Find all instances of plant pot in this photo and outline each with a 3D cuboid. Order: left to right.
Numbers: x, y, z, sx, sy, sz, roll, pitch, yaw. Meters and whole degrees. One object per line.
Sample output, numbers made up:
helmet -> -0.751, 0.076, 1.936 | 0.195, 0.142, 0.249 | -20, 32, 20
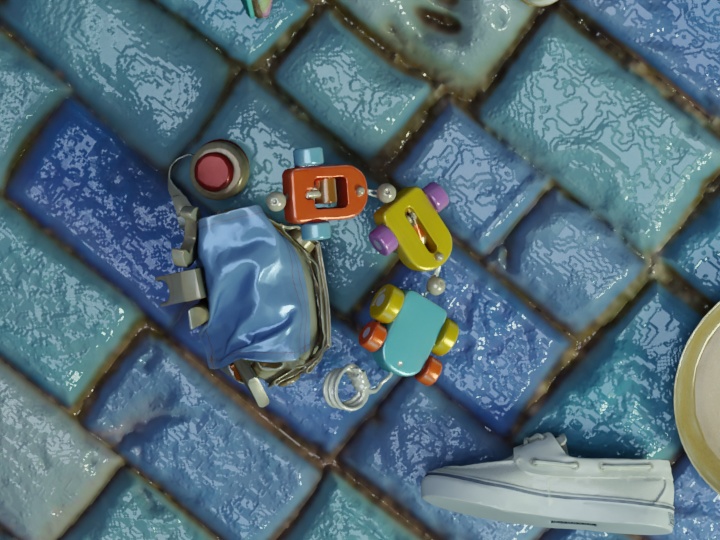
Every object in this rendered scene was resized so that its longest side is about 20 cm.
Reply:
plant pot -> 0.343, 0.097, 1.093 | 0.199, 0.027, 0.201 | 1, 97, 6

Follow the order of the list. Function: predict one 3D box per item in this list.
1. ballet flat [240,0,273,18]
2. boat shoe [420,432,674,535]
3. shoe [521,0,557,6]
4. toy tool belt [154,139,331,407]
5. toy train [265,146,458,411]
ballet flat -> -0.098, -0.295, 1.073 | 0.071, 0.069, 0.201 | -28, 94, -10
boat shoe -> 0.148, 0.164, 1.111 | 0.199, 0.071, 0.070 | 4, 71, 10
shoe -> 0.182, -0.283, 1.044 | 0.070, 0.053, 0.201 | 34, 100, 1
toy tool belt -> -0.094, -0.002, 1.078 | 0.124, 0.123, 0.201 | -16, 96, 8
toy train -> 0.000, 0.000, 1.083 | 0.149, 0.056, 0.201 | -12, 97, -24
